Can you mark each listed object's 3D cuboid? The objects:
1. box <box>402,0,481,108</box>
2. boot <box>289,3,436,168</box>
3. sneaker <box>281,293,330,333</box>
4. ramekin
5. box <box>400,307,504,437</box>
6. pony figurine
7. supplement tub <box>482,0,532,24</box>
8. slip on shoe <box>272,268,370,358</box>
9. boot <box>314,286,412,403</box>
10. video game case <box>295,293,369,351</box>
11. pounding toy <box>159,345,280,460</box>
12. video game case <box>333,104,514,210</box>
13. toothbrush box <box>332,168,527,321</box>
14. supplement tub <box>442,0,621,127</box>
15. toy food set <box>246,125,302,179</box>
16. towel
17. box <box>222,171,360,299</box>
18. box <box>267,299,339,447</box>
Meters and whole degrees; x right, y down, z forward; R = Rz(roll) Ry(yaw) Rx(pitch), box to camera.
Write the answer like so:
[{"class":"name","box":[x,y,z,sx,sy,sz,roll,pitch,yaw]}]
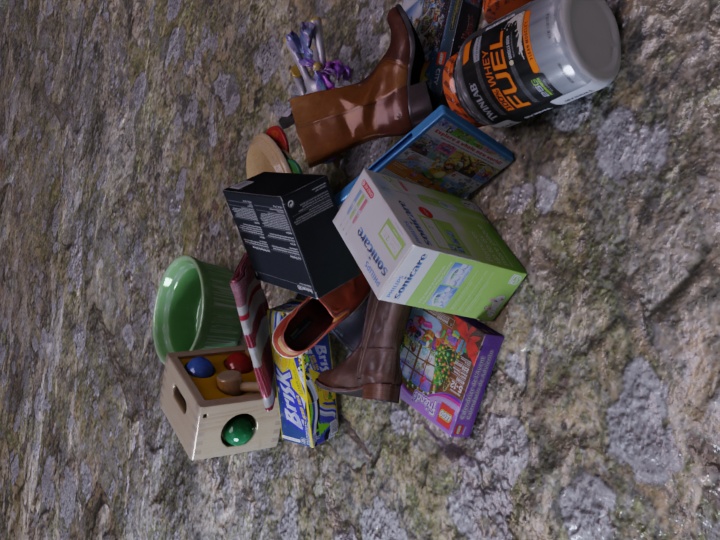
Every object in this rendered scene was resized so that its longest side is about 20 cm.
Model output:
[{"class":"box","box":[0.096,-0.297,1.272,0.135,0.037,0.205,18,97,53]},{"class":"boot","box":[-0.003,-0.256,1.240,0.196,0.068,0.193,-16,78,15]},{"class":"sneaker","box":[-0.078,0.075,1.393,0.201,0.074,0.082,-51,55,33]},{"class":"ramekin","box":[-0.296,0.080,1.646,0.198,0.096,0.205,-16,69,49]},{"class":"box","box":[0.092,0.111,1.183,0.199,0.038,0.140,31,107,51]},{"class":"pony figurine","box":[-0.059,-0.274,1.371,0.193,0.163,0.205,105,149,-78]},{"class":"supplement tub","box":[0.197,-0.409,1.098,0.121,0.121,0.205,-13,73,50]},{"class":"slip on shoe","box":[-0.042,0.043,1.238,0.200,0.074,0.061,-44,8,-9]},{"class":"boot","box":[0.012,0.071,1.220,0.184,0.063,0.205,-1,78,52]},{"class":"video game case","box":[0.000,0.000,1.296,0.142,0.019,0.202,39,109,27]},{"class":"pounding toy","box":[-0.201,0.202,1.449,0.200,0.181,0.145,42,126,48]},{"class":"video game case","box":[0.079,-0.117,1.147,0.199,0.142,0.018,-37,47,32]},{"class":"toothbrush box","box":[0.085,-0.028,1.095,0.087,0.197,0.147,-56,43,27]},{"class":"supplement tub","box":[0.197,-0.246,1.061,0.198,0.121,0.126,-17,68,49]},{"class":"toy food set","box":[-0.122,-0.118,1.373,0.199,0.048,0.203,9,115,67]},{"class":"towel","box":[-0.149,0.086,1.327,0.144,0.022,0.205,-84,-18,-71]},{"class":"box","box":[-0.097,-0.053,1.215,0.199,0.078,0.144,14,125,59]},{"class":"box","box":[-0.084,0.151,1.324,0.069,0.064,0.205,5,105,41]}]
